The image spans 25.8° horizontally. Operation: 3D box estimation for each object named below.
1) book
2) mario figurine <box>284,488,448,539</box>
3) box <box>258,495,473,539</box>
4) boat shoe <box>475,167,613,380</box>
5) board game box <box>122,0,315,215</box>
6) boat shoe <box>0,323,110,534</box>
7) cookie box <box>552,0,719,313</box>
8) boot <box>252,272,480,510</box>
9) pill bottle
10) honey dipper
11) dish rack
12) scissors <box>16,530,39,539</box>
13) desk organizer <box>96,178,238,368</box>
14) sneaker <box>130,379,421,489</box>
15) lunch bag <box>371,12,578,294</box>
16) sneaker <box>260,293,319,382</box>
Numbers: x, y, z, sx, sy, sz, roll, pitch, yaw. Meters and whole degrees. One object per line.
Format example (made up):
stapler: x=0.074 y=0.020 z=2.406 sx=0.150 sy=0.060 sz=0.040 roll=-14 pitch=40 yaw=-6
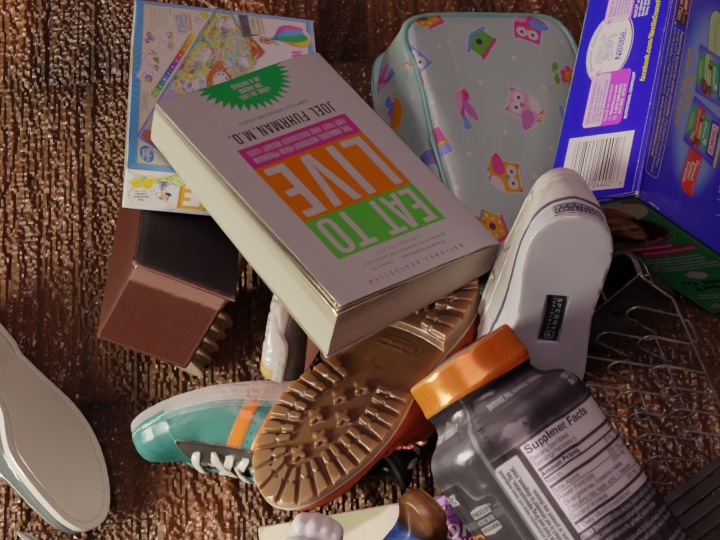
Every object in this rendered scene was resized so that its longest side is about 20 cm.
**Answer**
book: x=-0.024 y=-0.051 z=0.999 sx=0.133 sy=0.048 sz=0.200 roll=-24 pitch=57 yaw=-31
mario figurine: x=-0.011 y=0.219 z=0.911 sx=0.200 sy=0.106 sz=0.123 roll=-41 pitch=38 yaw=-15
box: x=0.039 y=0.253 z=1.004 sx=0.175 sy=0.097 sz=0.201 roll=-11 pitch=72 yaw=3
boat shoe: x=0.106 y=0.024 z=0.981 sx=0.071 sy=0.201 sz=0.070 roll=5 pitch=39 yaw=-7
board game box: x=-0.096 y=-0.114 z=1.099 sx=0.134 sy=0.034 sz=0.200 roll=5 pitch=41 yaw=-10
boat shoe: x=-0.250 y=0.109 z=1.111 sx=0.200 sy=0.073 sz=0.062 roll=51 pitch=127 yaw=11
cookie box: x=0.223 y=-0.083 z=1.037 sx=0.075 sy=0.200 sz=0.172 roll=-4 pitch=66 yaw=46
boot: x=0.013 y=0.093 z=0.994 sx=0.075 sy=0.107 sz=0.200 roll=28 pitch=58 yaw=30
pill bottle: x=0.112 y=0.131 z=0.913 sx=0.106 sy=0.106 sz=0.200 roll=-33 pitch=84 yaw=-5
honey dipper: x=-0.080 y=-0.018 z=1.135 sx=0.038 sy=0.038 sz=0.201 roll=26 pitch=74 yaw=13
dish rack: x=0.165 y=0.107 z=1.000 sx=0.153 sy=0.054 sz=0.201 roll=-46 pitch=44 yaw=33
scissors: x=-0.162 y=0.245 z=1.071 sx=0.199 sy=0.014 sz=0.073 roll=21 pitch=78 yaw=10
desk organizer: x=-0.129 y=-0.034 z=1.097 sx=0.071 sy=0.077 sz=0.200 roll=21 pitch=38 yaw=-18
sneaker: x=-0.057 y=0.121 z=1.069 sx=0.199 sy=0.071 sz=0.080 roll=-6 pitch=68 yaw=3
lunch bag: x=0.101 y=-0.079 z=1.091 sx=0.160 sy=0.077 sz=0.201 roll=-5 pitch=72 yaw=-28
sneaker: x=0.000 y=0.000 z=1.079 sx=0.087 sy=0.076 sz=0.200 roll=25 pitch=58 yaw=5
